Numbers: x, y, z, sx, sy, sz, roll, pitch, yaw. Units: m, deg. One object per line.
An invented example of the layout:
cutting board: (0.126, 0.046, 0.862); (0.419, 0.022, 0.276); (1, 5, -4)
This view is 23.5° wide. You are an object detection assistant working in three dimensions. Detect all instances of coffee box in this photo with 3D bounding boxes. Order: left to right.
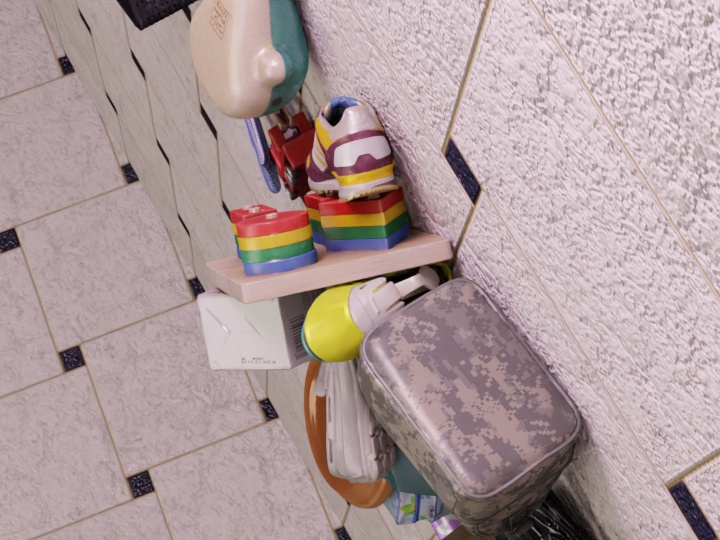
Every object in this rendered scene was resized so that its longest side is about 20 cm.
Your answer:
coffee box: (-0.050, 0.034, 1.723); (0.114, 0.199, 0.081); (-3, 102, 40)

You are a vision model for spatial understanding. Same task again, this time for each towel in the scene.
towel: (-0.129, -0.171, 2.027); (0.200, 0.024, 0.146); (74, 177, -83)

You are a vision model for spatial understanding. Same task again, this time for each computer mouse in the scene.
computer mouse: (0.190, 0.261, 1.685); (0.139, 0.053, 0.200); (52, 162, 3)

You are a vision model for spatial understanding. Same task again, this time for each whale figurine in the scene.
whale figurine: (-0.094, -0.242, 1.673); (0.160, 0.103, 0.201); (55, 144, 34)

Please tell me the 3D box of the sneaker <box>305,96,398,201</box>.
sneaker: (-0.011, -0.120, 1.628); (0.200, 0.074, 0.091); (-156, 55, -73)

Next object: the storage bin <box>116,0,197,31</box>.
storage bin: (-0.272, -0.404, 2.054); (0.135, 0.093, 0.201); (52, 165, 41)

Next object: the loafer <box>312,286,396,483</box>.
loafer: (-0.015, 0.102, 1.635); (0.070, 0.069, 0.202); (-16, -78, -61)

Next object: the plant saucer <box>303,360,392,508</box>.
plant saucer: (-0.015, 0.161, 1.892); (0.200, 0.037, 0.202); (23, 116, 62)

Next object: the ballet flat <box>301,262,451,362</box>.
ballet flat: (0.021, 0.028, 1.574); (0.199, 0.067, 0.067); (-22, -98, -55)

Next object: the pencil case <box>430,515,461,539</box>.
pencil case: (0.122, 0.310, 2.044); (0.201, 0.085, 0.084); (62, 168, 1)

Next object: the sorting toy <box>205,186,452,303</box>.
sorting toy: (-0.039, -0.034, 1.642); (0.199, 0.198, 0.070); (-158, 57, -74)

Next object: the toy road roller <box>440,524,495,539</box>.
toy road roller: (0.175, 0.358, 1.840); (0.146, 0.122, 0.201); (-5, 115, 63)

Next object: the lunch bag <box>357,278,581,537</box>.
lunch bag: (0.091, 0.130, 1.536); (0.200, 0.139, 0.168); (51, 161, 22)

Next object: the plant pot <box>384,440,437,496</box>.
plant pot: (0.070, 0.145, 1.722); (0.201, 0.134, 0.200); (57, 169, 17)

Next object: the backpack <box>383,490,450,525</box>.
backpack: (0.057, 0.189, 1.935); (0.200, 0.153, 0.164); (41, 141, 28)

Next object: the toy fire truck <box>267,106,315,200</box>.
toy fire truck: (-0.086, -0.166, 1.896); (0.142, 0.048, 0.200); (61, 172, 9)
